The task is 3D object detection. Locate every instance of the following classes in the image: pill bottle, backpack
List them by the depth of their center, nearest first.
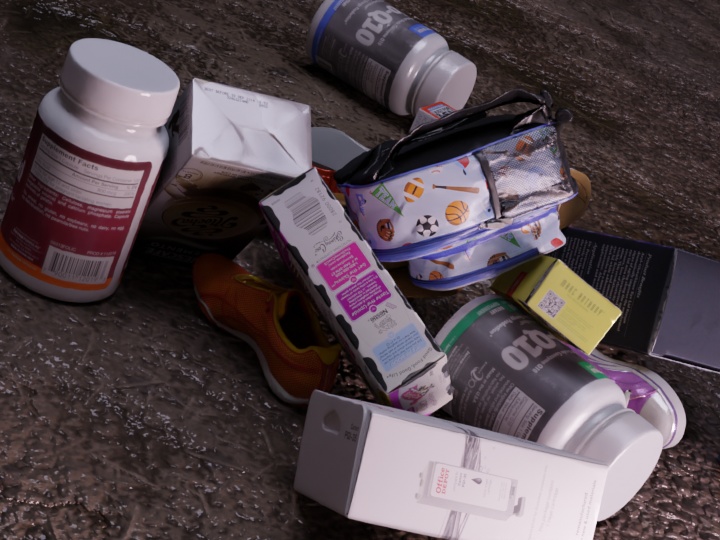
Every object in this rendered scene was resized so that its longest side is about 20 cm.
[{"bbox_3d":[-0.229,-0.085,1.463,0.114,0.201,0.114,19,24,-9],"label":"pill bottle"},{"bbox_3d":[0.157,0.119,1.504,0.200,0.114,0.113,39,28,30],"label":"pill bottle"},{"bbox_3d":[0.079,-0.066,1.532,0.189,0.155,0.200,-13,3,-16],"label":"backpack"},{"bbox_3d":[0.040,-0.266,2.180,0.199,0.114,0.114,33,26,21],"label":"pill bottle"}]

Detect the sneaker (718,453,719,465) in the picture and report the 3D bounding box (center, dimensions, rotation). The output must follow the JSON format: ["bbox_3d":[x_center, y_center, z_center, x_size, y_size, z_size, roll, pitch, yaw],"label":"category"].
[{"bbox_3d":[0.405,0.157,1.689,0.074,0.083,0.200,30,27,12],"label":"sneaker"}]

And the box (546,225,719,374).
[{"bbox_3d":[0.283,0.030,1.708,0.147,0.105,0.200,15,-1,-35],"label":"box"}]

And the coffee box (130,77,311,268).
[{"bbox_3d":[-0.135,-0.079,1.531,0.112,0.200,0.080,11,62,-24],"label":"coffee box"}]

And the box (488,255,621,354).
[{"bbox_3d":[0.170,0.025,1.544,0.075,0.050,0.200,39,0,-7],"label":"box"}]

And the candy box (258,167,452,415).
[{"bbox_3d":[-0.002,0.028,1.459,0.200,0.061,0.136,55,-6,19],"label":"candy box"}]

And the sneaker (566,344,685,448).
[{"bbox_3d":[0.197,0.115,1.611,0.114,0.073,0.200,-9,29,-45],"label":"sneaker"}]

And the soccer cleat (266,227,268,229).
[{"bbox_3d":[-0.141,-0.092,1.692,0.199,0.068,0.074,9,66,-37],"label":"soccer cleat"}]

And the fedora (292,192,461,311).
[{"bbox_3d":[0.000,0.000,1.643,0.199,0.082,0.201,18,26,-9],"label":"fedora"}]

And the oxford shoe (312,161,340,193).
[{"bbox_3d":[-0.072,-0.088,1.799,0.199,0.072,0.073,21,-1,-5],"label":"oxford shoe"}]

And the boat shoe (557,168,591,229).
[{"bbox_3d":[0.133,-0.073,1.696,0.199,0.071,0.069,-7,21,-30],"label":"boat shoe"}]

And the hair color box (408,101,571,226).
[{"bbox_3d":[0.137,-0.088,1.910,0.199,0.111,0.064,32,25,19],"label":"hair color box"}]

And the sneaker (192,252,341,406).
[{"bbox_3d":[-0.077,0.036,1.508,0.073,0.078,0.200,-4,35,-43],"label":"sneaker"}]

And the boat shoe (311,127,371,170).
[{"bbox_3d":[0.008,-0.096,1.876,0.199,0.071,0.064,21,-11,16],"label":"boat shoe"}]

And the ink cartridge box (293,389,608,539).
[{"bbox_3d":[0.064,0.157,1.318,0.199,0.083,0.146,14,-3,-18],"label":"ink cartridge box"}]
